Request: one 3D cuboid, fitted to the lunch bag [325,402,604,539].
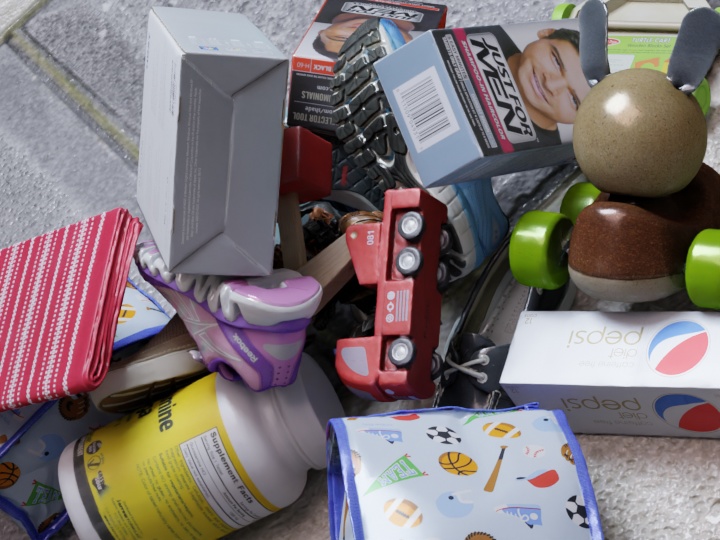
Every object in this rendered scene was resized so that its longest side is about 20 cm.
[{"bbox_3d":[0.068,0.179,1.422,0.170,0.124,0.200,-3,54,-9],"label":"lunch bag"}]

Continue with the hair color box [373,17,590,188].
[{"bbox_3d":[0.106,-0.124,1.587,0.061,0.200,0.099,-27,81,37],"label":"hair color box"}]

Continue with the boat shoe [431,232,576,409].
[{"bbox_3d":[0.090,0.060,1.582,0.075,0.060,0.200,5,58,35],"label":"boat shoe"}]

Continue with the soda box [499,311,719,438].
[{"bbox_3d":[0.202,0.071,1.497,0.200,0.068,0.064,-1,55,32],"label":"soda box"}]

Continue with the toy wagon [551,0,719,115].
[{"bbox_3d":[0.219,-0.181,1.712,0.155,0.040,0.200,7,59,36],"label":"toy wagon"}]

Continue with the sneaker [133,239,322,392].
[{"bbox_3d":[-0.101,0.031,1.567,0.080,0.089,0.200,-12,23,-32],"label":"sneaker"}]

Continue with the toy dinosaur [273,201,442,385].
[{"bbox_3d":[0.000,0.000,1.634,0.200,0.102,0.136,-24,66,11],"label":"toy dinosaur"}]

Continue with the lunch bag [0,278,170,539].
[{"bbox_3d":[-0.249,0.080,1.725,0.200,0.124,0.170,-45,46,-8],"label":"lunch bag"}]

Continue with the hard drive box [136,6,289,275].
[{"bbox_3d":[-0.110,-0.097,1.567,0.077,0.156,0.200,2,16,-13],"label":"hard drive box"}]

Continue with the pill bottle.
[{"bbox_3d":[-0.113,0.139,1.610,0.200,0.112,0.113,-26,45,12],"label":"pill bottle"}]

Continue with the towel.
[{"bbox_3d":[-0.242,0.038,1.616,0.200,0.022,0.145,-15,55,44],"label":"towel"}]

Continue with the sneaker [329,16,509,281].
[{"bbox_3d":[0.047,-0.093,1.611,0.090,0.200,0.078,-24,2,-42],"label":"sneaker"}]

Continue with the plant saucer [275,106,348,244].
[{"bbox_3d":[-0.027,-0.092,1.796,0.201,0.039,0.201,-18,48,21],"label":"plant saucer"}]

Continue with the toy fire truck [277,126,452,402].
[{"bbox_3d":[-0.008,-0.004,1.551,0.141,0.049,0.201,-4,74,30],"label":"toy fire truck"}]

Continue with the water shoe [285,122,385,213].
[{"bbox_3d":[0.002,-0.078,1.704,0.079,0.199,0.072,-149,74,-82],"label":"water shoe"}]

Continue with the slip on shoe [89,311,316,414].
[{"bbox_3d":[-0.125,0.054,1.649,0.200,0.076,0.061,-19,75,-33],"label":"slip on shoe"}]

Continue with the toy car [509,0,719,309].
[{"bbox_3d":[0.201,-0.088,1.509,0.164,0.201,0.158,7,20,30],"label":"toy car"}]

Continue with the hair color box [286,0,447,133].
[{"bbox_3d":[0.008,-0.165,1.729,0.101,0.061,0.200,8,23,4],"label":"hair color box"}]
